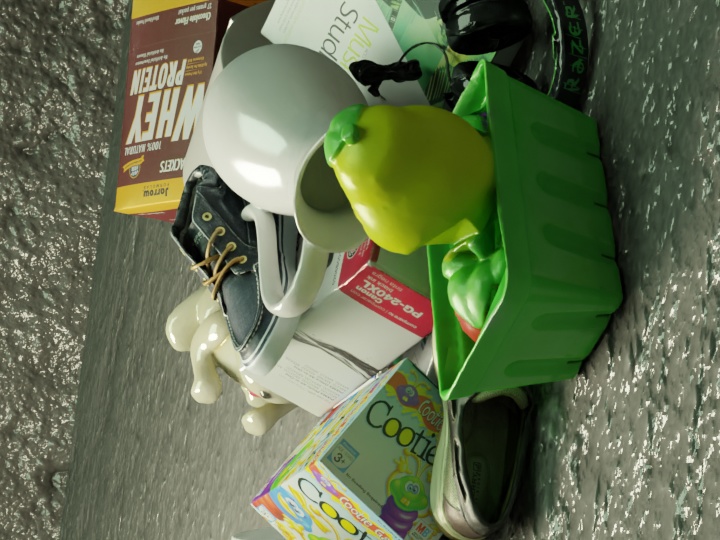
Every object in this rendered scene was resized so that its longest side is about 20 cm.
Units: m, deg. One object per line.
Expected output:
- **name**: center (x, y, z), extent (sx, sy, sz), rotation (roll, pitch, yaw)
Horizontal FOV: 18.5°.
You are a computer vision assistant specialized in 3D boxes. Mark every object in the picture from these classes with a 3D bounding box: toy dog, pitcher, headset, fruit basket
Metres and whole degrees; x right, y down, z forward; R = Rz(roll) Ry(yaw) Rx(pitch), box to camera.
- **toy dog**: center (-0.072, 0.063, 2.063), extent (0.194, 0.140, 0.200), rotation (-44, 16, -1)
- **pitcher**: center (-0.051, -0.070, 1.619), extent (0.172, 0.121, 0.200), rotation (-62, 31, 9)
- **headset**: center (0.080, -0.152, 1.588), extent (0.200, 0.094, 0.124), rotation (-1, 91, 57)
- **fruit basket**: center (0.059, -0.036, 1.444), extent (0.156, 0.215, 0.216), rotation (116, 157, -48)

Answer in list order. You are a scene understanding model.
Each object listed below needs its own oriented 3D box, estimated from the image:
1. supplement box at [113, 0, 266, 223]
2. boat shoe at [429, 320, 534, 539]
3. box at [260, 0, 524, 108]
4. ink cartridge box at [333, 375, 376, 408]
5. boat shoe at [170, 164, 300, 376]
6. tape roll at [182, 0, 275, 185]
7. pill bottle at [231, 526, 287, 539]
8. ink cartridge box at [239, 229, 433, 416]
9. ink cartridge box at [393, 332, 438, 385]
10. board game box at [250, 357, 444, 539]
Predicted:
- **supplement box**: center (-0.103, -0.141, 2.034), extent (0.133, 0.197, 0.201), rotation (-5, 78, 47)
- **boat shoe**: center (0.090, 0.086, 1.526), extent (0.066, 0.072, 0.202), rotation (-15, 68, 64)
- **box**: center (0.025, -0.187, 1.710), extent (0.200, 0.036, 0.145), rotation (41, 121, 23)
- **ink cartridge box**: center (0.004, 0.163, 1.846), extent (0.119, 0.042, 0.201), rotation (156, 118, -71)
- **boat shoe**: center (-0.098, -0.001, 1.666), extent (0.071, 0.091, 0.200), rotation (-53, 22, 26)
- **tape roll**: center (-0.036, -0.111, 1.842), extent (0.203, 0.202, 0.139), rotation (-96, 20, -44)
- **pill bottle**: center (-0.054, 0.309, 1.772), extent (0.113, 0.112, 0.201), rotation (180, 86, -75)
- **ink cartridge box**: center (0.000, 0.000, 1.681), extent (0.200, 0.083, 0.146), rotation (-39, 29, 47)
- **ink cartridge box**: center (0.070, -0.005, 1.686), extent (0.161, 0.050, 0.201), rotation (-106, 26, -57)
- **board game box**: center (0.010, 0.155, 1.635), extent (0.103, 0.105, 0.200), rotation (-48, 2, -23)
